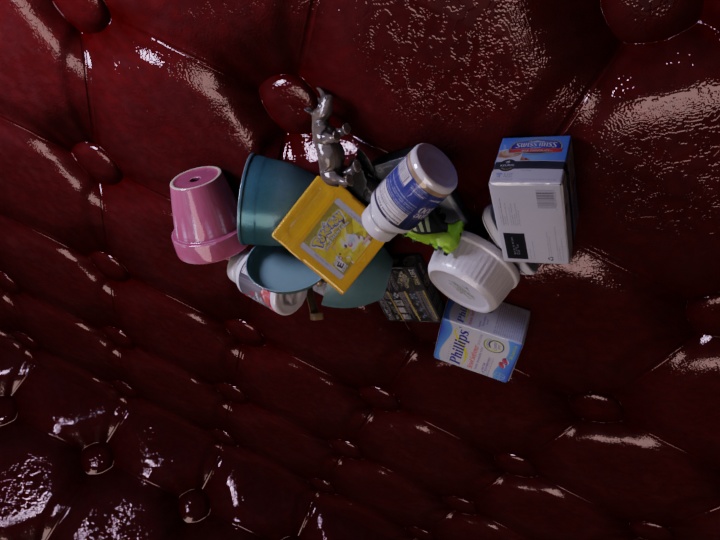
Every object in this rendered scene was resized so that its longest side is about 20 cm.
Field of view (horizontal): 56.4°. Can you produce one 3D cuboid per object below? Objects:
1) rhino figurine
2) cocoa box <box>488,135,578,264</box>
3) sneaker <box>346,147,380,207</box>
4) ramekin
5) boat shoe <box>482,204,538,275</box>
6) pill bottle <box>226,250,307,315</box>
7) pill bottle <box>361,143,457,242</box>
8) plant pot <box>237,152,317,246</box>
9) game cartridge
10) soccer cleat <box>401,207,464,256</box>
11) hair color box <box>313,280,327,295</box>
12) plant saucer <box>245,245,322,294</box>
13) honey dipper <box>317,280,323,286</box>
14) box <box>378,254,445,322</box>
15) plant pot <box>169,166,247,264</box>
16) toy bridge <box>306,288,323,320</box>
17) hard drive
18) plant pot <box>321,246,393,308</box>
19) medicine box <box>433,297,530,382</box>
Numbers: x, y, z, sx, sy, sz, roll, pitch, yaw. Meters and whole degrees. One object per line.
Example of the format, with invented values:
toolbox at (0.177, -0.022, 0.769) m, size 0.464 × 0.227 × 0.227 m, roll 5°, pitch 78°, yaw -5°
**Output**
rhino figurine at (-0.062, -0.261, 1.329) m, size 0.087 × 0.059 × 0.204 m, roll -8°, pitch 99°, yaw 49°
cocoa box at (0.326, -0.129, 1.245) m, size 0.131 × 0.133 × 0.202 m, roll 4°, pitch 139°, yaw 26°
sneaker at (-0.011, -0.178, 1.439) m, size 0.104 × 0.060 × 0.199 m, roll 41°, pitch 156°, yaw -7°
ramekin at (0.235, 0.008, 1.445) m, size 0.200 × 0.095 × 0.203 m, roll 31°, pitch 164°, yaw 10°
boat shoe at (0.298, -0.053, 1.405) m, size 0.066 × 0.074 × 0.200 m, roll -15°, pitch 128°, yaw 41°
pill bottle at (-0.227, 0.020, 1.595) m, size 0.198 × 0.111 × 0.112 m, roll 24°, pitch 150°, yaw 37°
pill bottle at (0.090, -0.144, 1.316) m, size 0.110 × 0.112 × 0.200 m, roll 35°, pitch 132°, yaw -14°
plant pot at (-0.160, -0.144, 1.483) m, size 0.184 × 0.203 × 0.202 m, roll 8°, pitch 143°, yaw 1°
game cartridge at (-0.058, -0.078, 1.408) m, size 0.199 × 0.177 × 0.032 m, roll 39°, pitch -176°, yaw -15°
soccer cleat at (0.131, -0.099, 1.407) m, size 0.198 × 0.082 × 0.067 m, roll 27°, pitch 173°, yaw 36°
hair color box at (-0.123, -0.017, 1.683) m, size 0.197 × 0.100 × 0.061 m, roll 28°, pitch 146°, yaw -3°
plant saucer at (-0.157, -0.011, 1.499) m, size 0.196 × 0.201 × 0.036 m, roll 12°, pitch 135°, yaw 18°
honey dipper at (-0.074, -0.051, 1.586) m, size 0.037 × 0.038 × 0.203 m, roll 20°, pitch 114°, yaw 7°
box at (0.106, 0.047, 1.668) m, size 0.159 × 0.050 × 0.201 m, roll 0°, pitch 136°, yaw 34°
plant pot at (-0.373, -0.142, 1.620) m, size 0.196 × 0.201 × 0.182 m, roll 6°, pitch 125°, yaw 25°
toy bridge at (-0.119, 0.016, 1.598) m, size 0.027 × 0.205 × 0.067 m, roll -7°, pitch -179°, yaw -19°
hard drive at (0.125, -0.167, 1.406) m, size 0.138 × 0.033 × 0.201 m, roll -9°, pitch 131°, yaw 39°
plant pot at (0.000, 0.000, 1.543) m, size 0.132 × 0.203 × 0.201 m, roll 16°, pitch 144°, yaw -2°
medicine box at (0.294, 0.159, 1.645) m, size 0.196 × 0.104 × 0.184 m, roll 17°, pitch 143°, yaw 10°
